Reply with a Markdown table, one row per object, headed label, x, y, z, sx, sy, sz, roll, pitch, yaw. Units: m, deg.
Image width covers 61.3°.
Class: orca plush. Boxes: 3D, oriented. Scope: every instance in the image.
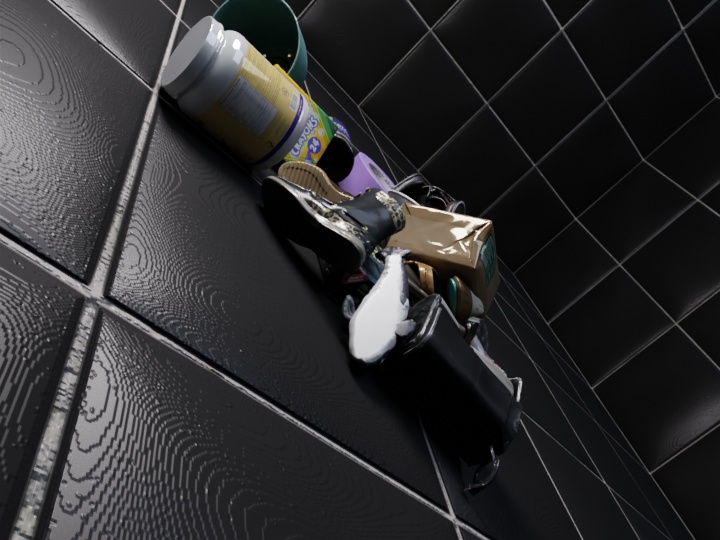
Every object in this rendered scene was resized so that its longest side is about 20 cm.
| label | x | y | z | sx | sy | sz | roll | pitch | yaw |
| --- | --- | --- | --- | --- | --- | --- | --- | --- | --- |
| orca plush | 0.023 | 0.061 | 0.858 | 0.072 | 0.102 | 0.204 | 97 | -4 | -52 |

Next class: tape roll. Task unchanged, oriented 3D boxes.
| label | x | y | z | sx | sy | sz | roll | pitch | yaw |
| --- | --- | --- | --- | --- | --- | --- | --- | --- | --- |
| tape roll | 0.035 | -0.189 | 1.510 | 0.200 | 0.085 | 0.201 | 45 | 17 | -17 |

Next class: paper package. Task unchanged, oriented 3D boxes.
| label | x | y | z | sx | sy | sz | roll | pitch | yaw |
| --- | --- | --- | --- | --- | --- | --- | --- | --- | --- |
| paper package | 0.160 | -0.014 | 1.149 | 0.186 | 0.105 | 0.201 | 14 | -27 | 25 |

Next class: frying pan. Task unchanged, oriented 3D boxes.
| label | x | y | z | sx | sy | sz | roll | pitch | yaw |
| --- | --- | --- | --- | --- | --- | --- | --- | --- | --- |
| frying pan | 0.253 | 0.114 | 1.337 | 0.114 | 0.030 | 0.196 | -15 | 100 | -61 |

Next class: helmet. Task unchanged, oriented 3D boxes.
| label | x | y | z | sx | sy | sz | roll | pitch | yaw |
| --- | --- | --- | --- | --- | --- | --- | --- | --- | --- |
| helmet | 0.121 | -0.100 | 1.338 | 0.189 | 0.200 | 0.201 | -37 | 84 | -32 |

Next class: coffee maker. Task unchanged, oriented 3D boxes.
| label | x | y | z | sx | sy | sz | roll | pitch | yaw |
| --- | --- | --- | --- | --- | --- | --- | --- | --- | --- |
| coffee maker | 0.128 | 0.160 | 0.852 | 0.200 | 0.134 | 0.193 | 45 | 16 | -13 |

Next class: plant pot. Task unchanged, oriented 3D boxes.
| label | x | y | z | sx | sy | sz | roll | pitch | yaw |
| --- | --- | --- | --- | --- | --- | --- | --- | --- | --- |
| plant pot | -0.195 | -0.425 | 1.228 | 0.202 | 0.200 | 0.161 | 51 | 5 | 9 |

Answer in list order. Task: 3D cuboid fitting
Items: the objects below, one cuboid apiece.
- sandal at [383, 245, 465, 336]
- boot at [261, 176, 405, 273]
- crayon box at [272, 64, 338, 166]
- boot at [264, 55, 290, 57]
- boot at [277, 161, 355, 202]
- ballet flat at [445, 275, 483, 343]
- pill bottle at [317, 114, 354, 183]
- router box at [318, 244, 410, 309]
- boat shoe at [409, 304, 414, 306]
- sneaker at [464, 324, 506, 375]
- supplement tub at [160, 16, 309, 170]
| label | x | y | z | sx | sy | sz | roll | pitch | yaw |
| --- | --- | --- | --- | --- | --- | --- | --- | --- | --- |
| sandal | 0.115 | 0.028 | 1.028 | 0.201 | 0.055 | 0.081 | 50 | 17 | 21 |
| boot | -0.039 | -0.091 | 0.927 | 0.202 | 0.075 | 0.153 | 37 | 42 | 19 |
| crayon box | -0.147 | -0.278 | 1.116 | 0.199 | 0.128 | 0.051 | 39 | -16 | -31 |
| boot | -0.172 | -0.433 | 1.358 | 0.201 | 0.155 | 0.073 | 50 | 15 | 4 |
| boot | -0.060 | -0.122 | 1.136 | 0.196 | 0.074 | 0.166 | 27 | -8 | 4 |
| ballet flat | 0.184 | 0.086 | 1.098 | 0.069 | 0.070 | 0.204 | -101 | -170 | -50 |
| pill bottle | -0.074 | -0.280 | 1.362 | 0.111 | 0.112 | 0.202 | 41 | 17 | -25 |
| router box | 0.000 | 0.000 | 1.000 | 0.149 | 0.062 | 0.202 | 41 | 18 | -35 |
| boat shoe | 0.119 | 0.102 | 1.079 | 0.070 | 0.071 | 0.202 | 45 | 16 | -12 |
| sneaker | 0.231 | 0.179 | 1.233 | 0.107 | 0.067 | 0.204 | 29 | 29 | -54 |
| supplement tub | -0.191 | -0.269 | 0.938 | 0.199 | 0.145 | 0.147 | 37 | 19 | -37 |
